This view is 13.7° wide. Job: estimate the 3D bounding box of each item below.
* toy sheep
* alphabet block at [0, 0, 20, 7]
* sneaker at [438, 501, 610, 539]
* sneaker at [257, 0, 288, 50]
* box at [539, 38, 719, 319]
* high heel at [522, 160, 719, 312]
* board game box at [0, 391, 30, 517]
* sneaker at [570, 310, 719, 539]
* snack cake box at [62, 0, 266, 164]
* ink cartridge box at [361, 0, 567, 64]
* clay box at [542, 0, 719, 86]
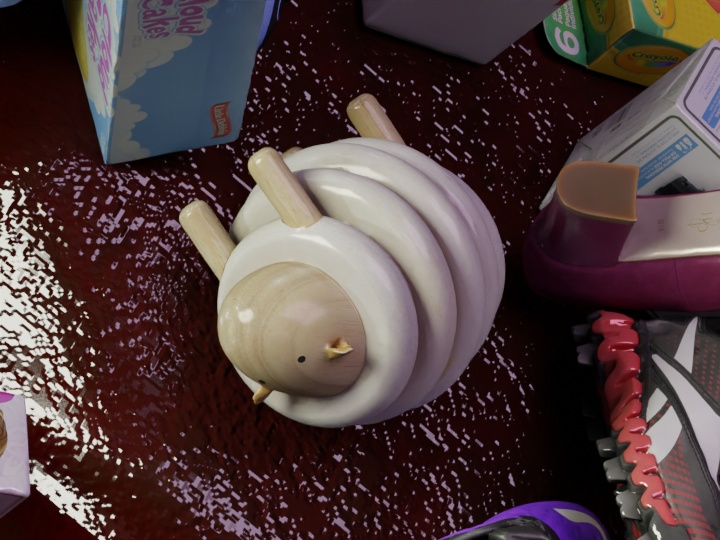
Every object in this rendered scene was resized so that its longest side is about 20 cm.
[{"bbox_3d":[0.000,0.000,1.333,0.138,0.138,0.200,55,38,2],"label":"toy sheep"},{"bbox_3d":[-0.226,-0.229,1.211,0.194,0.196,0.201,-9,69,-25],"label":"alphabet block"},{"bbox_3d":[0.066,0.142,1.314,0.200,0.099,0.070,-20,78,-48],"label":"sneaker"},{"bbox_3d":[-0.032,-0.176,1.454,0.078,0.070,0.201,23,51,-20],"label":"sneaker"},{"bbox_3d":[0.203,-0.007,1.510,0.200,0.116,0.060,44,45,-11],"label":"box"},{"bbox_3d":[0.178,0.002,1.448,0.198,0.096,0.068,8,60,-4],"label":"high heel"},{"bbox_3d":[-0.247,0.082,1.027,0.199,0.199,0.041,14,55,-33],"label":"board game box"},{"bbox_3d":[0.157,0.084,1.390,0.097,0.071,0.201,-8,35,1],"label":"sneaker"},{"bbox_3d":[-0.089,-0.142,1.291,0.067,0.200,0.116,-11,69,-12],"label":"snack cake box"},{"bbox_3d":[0.065,-0.231,1.512,0.082,0.146,0.201,15,56,-33],"label":"ink cartridge box"},{"bbox_3d":[0.183,-0.152,1.631,0.199,0.048,0.116,13,56,-34],"label":"clay box"}]
